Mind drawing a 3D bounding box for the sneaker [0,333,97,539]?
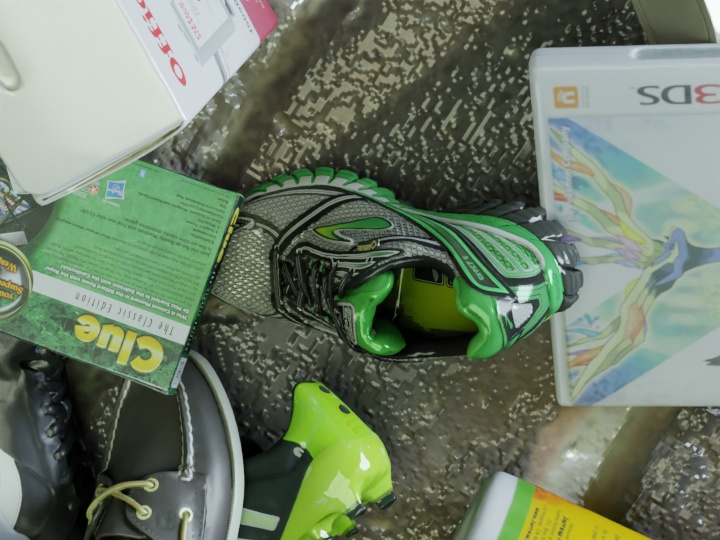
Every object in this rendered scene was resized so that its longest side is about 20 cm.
[{"bbox_3d":[-0.159,0.069,1.261,0.112,0.073,0.200,-37,98,17],"label":"sneaker"}]

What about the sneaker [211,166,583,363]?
[{"bbox_3d":[0.000,0.000,1.189,0.200,0.085,0.078,3,115,35],"label":"sneaker"}]

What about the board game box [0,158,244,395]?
[{"bbox_3d":[-0.167,-0.021,1.216,0.200,0.023,0.105,20,86,7],"label":"board game box"}]

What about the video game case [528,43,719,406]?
[{"bbox_3d":[0.177,-0.018,1.172,0.182,0.022,0.200,-1,126,10],"label":"video game case"}]

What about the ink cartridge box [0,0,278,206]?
[{"bbox_3d":[-0.122,-0.132,1.124,0.083,0.200,0.147,-26,102,16],"label":"ink cartridge box"}]

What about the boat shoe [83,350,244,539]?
[{"bbox_3d":[-0.102,0.135,1.229,0.072,0.061,0.201,-9,77,35],"label":"boat shoe"}]

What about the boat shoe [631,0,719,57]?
[{"bbox_3d":[0.145,-0.191,1.148,0.063,0.073,0.200,-23,99,-29],"label":"boat shoe"}]

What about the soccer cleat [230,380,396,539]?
[{"bbox_3d":[-0.066,0.136,1.278,0.200,0.068,0.081,-43,72,23],"label":"soccer cleat"}]

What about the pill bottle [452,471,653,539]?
[{"bbox_3d":[0.132,0.189,1.229,0.200,0.111,0.111,25,110,1],"label":"pill bottle"}]
